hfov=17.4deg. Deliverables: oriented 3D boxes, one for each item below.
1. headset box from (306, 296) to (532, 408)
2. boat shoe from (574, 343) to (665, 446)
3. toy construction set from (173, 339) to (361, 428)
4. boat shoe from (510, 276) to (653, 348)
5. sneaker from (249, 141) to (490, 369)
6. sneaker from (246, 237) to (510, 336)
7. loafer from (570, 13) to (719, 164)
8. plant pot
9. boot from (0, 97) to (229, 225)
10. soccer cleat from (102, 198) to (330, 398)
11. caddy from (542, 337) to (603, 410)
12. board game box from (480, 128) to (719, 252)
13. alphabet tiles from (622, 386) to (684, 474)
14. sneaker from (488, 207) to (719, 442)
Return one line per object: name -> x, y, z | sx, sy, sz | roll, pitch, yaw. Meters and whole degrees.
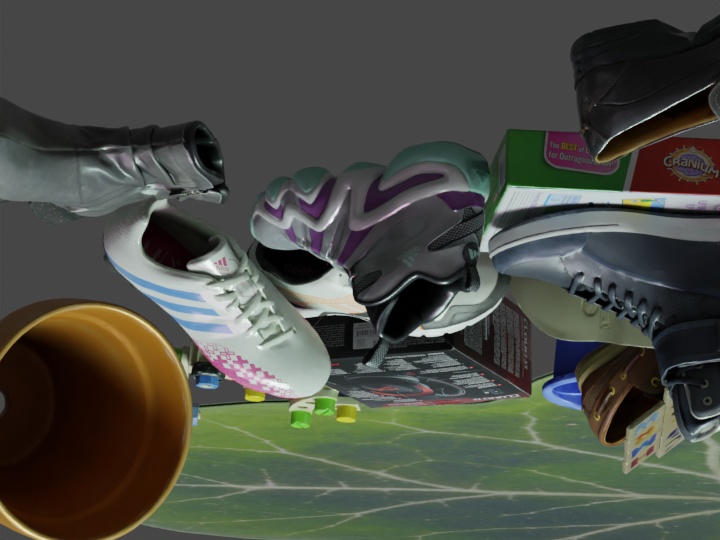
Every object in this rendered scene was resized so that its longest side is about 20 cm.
headset box -> 0.044, 0.057, 1.897 | 0.148, 0.075, 0.200 | -6, 163, 24
boat shoe -> 0.234, 0.066, 1.743 | 0.072, 0.068, 0.200 | 15, 143, -27
toy construction set -> -0.095, 0.094, 2.033 | 0.200, 0.092, 0.131 | -9, 166, -6
boat shoe -> 0.185, 0.018, 1.688 | 0.063, 0.074, 0.201 | 3, -173, -38
sneaker -> 0.000, 0.000, 1.572 | 0.078, 0.140, 0.200 | 16, 158, -43
sneaker -> 0.010, 0.004, 1.715 | 0.200, 0.074, 0.080 | 0, 162, 2
loafer -> 0.212, -0.106, 1.309 | 0.200, 0.072, 0.073 | -11, 160, 34
plant pot -> -0.271, 0.119, 1.966 | 0.200, 0.200, 0.183 | 12, 176, -34
boot -> -0.162, -0.076, 1.475 | 0.131, 0.070, 0.200 | -6, 174, 14
soccer cleat -> -0.095, 0.020, 1.666 | 0.200, 0.070, 0.086 | 37, 149, -13
caddy -> 0.246, 0.076, 1.893 | 0.200, 0.105, 0.141 | -4, 165, 16
board game box -> 0.185, -0.048, 1.577 | 0.200, 0.040, 0.153 | 2, 164, -5
alphabet tiles -> 0.260, 0.084, 1.722 | 0.166, 0.006, 0.200 | -37, 163, -7
sneaker -> 0.183, 0.037, 1.539 | 0.202, 0.146, 0.077 | 2, 166, 2
